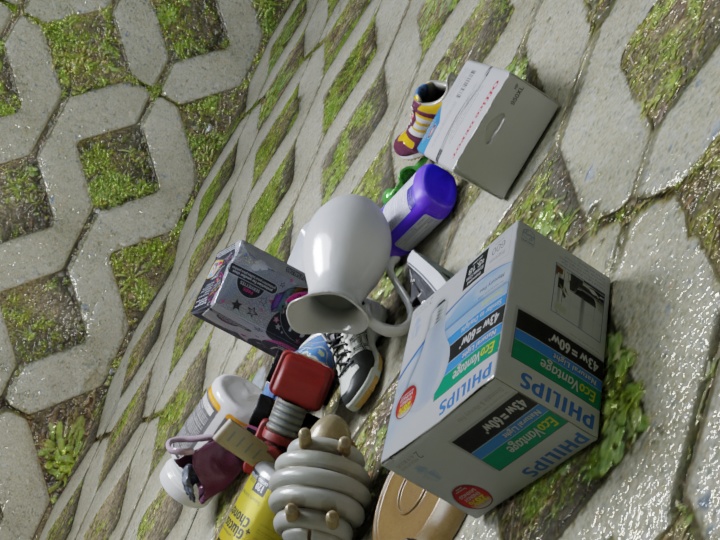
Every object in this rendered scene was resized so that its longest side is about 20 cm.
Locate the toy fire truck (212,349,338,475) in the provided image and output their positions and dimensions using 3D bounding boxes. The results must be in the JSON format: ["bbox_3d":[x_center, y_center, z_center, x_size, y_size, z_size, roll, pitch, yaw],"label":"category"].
[{"bbox_3d":[-0.115,0.197,1.761,0.200,0.128,0.178,-166,99,-88],"label":"toy fire truck"}]

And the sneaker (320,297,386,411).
[{"bbox_3d":[-0.020,0.107,1.802,0.076,0.087,0.201,-48,23,32],"label":"sneaker"}]

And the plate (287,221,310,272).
[{"bbox_3d":[-0.086,-0.011,2.278,0.200,0.032,0.201,-29,37,61],"label":"plate"}]

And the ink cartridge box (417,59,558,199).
[{"bbox_3d":[0.163,-0.188,1.737,0.146,0.084,0.200,-60,16,6],"label":"ink cartridge box"}]

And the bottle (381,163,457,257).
[{"bbox_3d":[0.060,-0.066,1.879,0.200,0.065,0.084,-46,26,42],"label":"bottle"}]

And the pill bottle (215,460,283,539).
[{"bbox_3d":[-0.128,0.354,1.678,0.201,0.111,0.112,-62,17,-2],"label":"pill bottle"}]

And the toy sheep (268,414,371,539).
[{"bbox_3d":[-0.050,0.267,1.563,0.138,0.137,0.202,-33,38,58],"label":"toy sheep"}]

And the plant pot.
[{"bbox_3d":[0.067,0.241,1.437,0.201,0.027,0.201,-52,19,26],"label":"plant pot"}]

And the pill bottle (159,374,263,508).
[{"bbox_3d":[-0.231,0.274,2.100,0.201,0.116,0.117,-54,18,19],"label":"pill bottle"}]

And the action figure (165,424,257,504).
[{"bbox_3d":[-0.176,0.255,1.918,0.199,0.150,0.134,-32,21,-15],"label":"action figure"}]

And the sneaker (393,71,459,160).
[{"bbox_3d":[0.101,-0.233,1.945,0.199,0.090,0.075,-26,31,47],"label":"sneaker"}]

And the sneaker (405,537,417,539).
[{"bbox_3d":[0.056,0.348,1.248,0.200,0.076,0.089,-86,16,-65],"label":"sneaker"}]

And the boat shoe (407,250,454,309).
[{"bbox_3d":[0.092,0.034,1.638,0.067,0.070,0.200,-57,25,8],"label":"boat shoe"}]

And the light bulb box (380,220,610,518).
[{"bbox_3d":[0.134,0.099,1.295,0.198,0.124,0.201,-44,23,43],"label":"light bulb box"}]

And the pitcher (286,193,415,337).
[{"bbox_3d":[0.000,0.000,1.784,0.122,0.170,0.201,105,178,-48],"label":"pitcher"}]

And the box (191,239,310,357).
[{"bbox_3d":[-0.139,0.056,2.034,0.132,0.199,0.116,-21,45,65],"label":"box"}]

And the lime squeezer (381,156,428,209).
[{"bbox_3d":[0.072,-0.132,2.025,0.200,0.038,0.070,-52,-13,30],"label":"lime squeezer"}]

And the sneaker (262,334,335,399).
[{"bbox_3d":[-0.097,0.160,1.931,0.200,0.076,0.077,-53,-6,32],"label":"sneaker"}]
